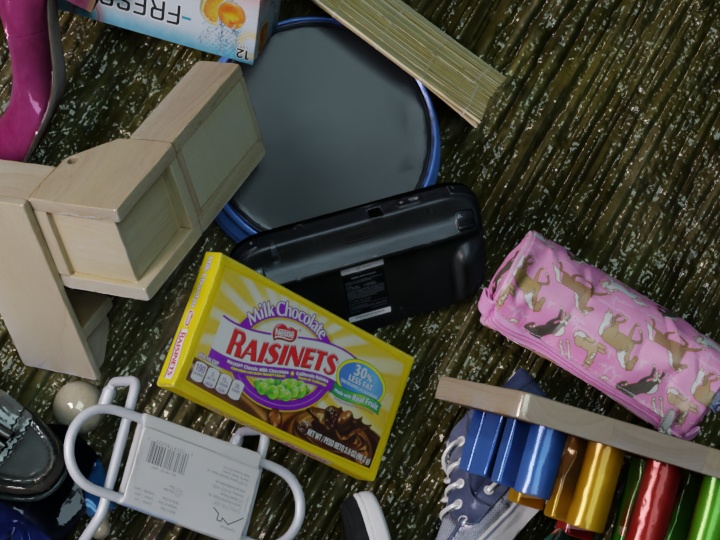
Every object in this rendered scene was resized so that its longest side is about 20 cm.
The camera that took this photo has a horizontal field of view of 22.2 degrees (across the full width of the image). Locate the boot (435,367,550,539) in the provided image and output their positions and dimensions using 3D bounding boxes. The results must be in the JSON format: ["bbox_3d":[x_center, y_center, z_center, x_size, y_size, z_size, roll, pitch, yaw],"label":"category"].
[{"bbox_3d":[0.083,0.168,1.375,0.090,0.073,0.200,45,68,7],"label":"boot"}]

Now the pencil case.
[{"bbox_3d":[0.186,0.051,1.401,0.199,0.087,0.083,32,107,0],"label":"pencil case"}]

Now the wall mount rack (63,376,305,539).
[{"bbox_3d":[-0.144,0.178,1.319,0.199,0.074,0.175,24,72,-28],"label":"wall mount rack"}]

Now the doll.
[{"bbox_3d":[-0.248,0.168,1.337,0.136,0.048,0.201,31,77,-2],"label":"doll"}]

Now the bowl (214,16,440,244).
[{"bbox_3d":[-0.034,-0.102,1.422,0.198,0.039,0.203,2,79,-8],"label":"bowl"}]

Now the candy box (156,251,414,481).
[{"bbox_3d":[-0.050,0.073,1.342,0.199,0.026,0.103,29,72,-36],"label":"candy box"}]

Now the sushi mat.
[{"bbox_3d":[0.024,-0.189,1.430,0.199,0.012,0.096,37,34,0],"label":"sushi mat"}]

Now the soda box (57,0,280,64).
[{"bbox_3d":[-0.158,-0.222,1.384,0.198,0.069,0.064,17,39,8],"label":"soda box"}]

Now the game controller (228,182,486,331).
[{"bbox_3d":[0.000,0.000,1.385,0.198,0.105,0.042,-15,42,-8],"label":"game controller"}]

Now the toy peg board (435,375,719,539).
[{"bbox_3d":[0.158,0.150,1.265,0.197,0.200,0.099,17,86,-12],"label":"toy peg board"}]

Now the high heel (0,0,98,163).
[{"bbox_3d":[-0.261,-0.163,1.362,0.095,0.067,0.202,22,104,-7],"label":"high heel"}]

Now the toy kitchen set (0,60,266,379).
[{"bbox_3d":[-0.192,-0.041,1.360,0.198,0.164,0.181,8,43,29],"label":"toy kitchen set"}]

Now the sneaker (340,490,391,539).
[{"bbox_3d":[-0.022,0.267,1.336,0.111,0.073,0.202,-9,79,-6],"label":"sneaker"}]

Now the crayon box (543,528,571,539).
[{"bbox_3d":[0.099,0.288,1.258,0.200,0.051,0.127,-40,86,18],"label":"crayon box"}]

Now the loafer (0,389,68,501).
[{"bbox_3d":[-0.296,0.097,1.305,0.199,0.063,0.072,29,70,21],"label":"loafer"}]
